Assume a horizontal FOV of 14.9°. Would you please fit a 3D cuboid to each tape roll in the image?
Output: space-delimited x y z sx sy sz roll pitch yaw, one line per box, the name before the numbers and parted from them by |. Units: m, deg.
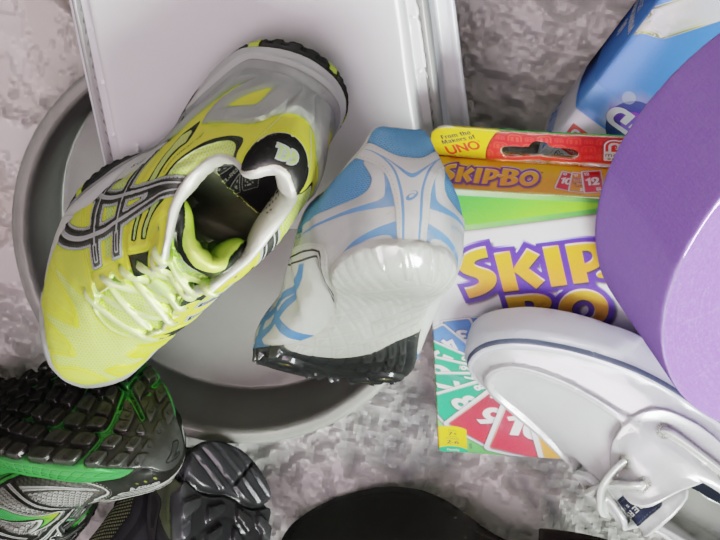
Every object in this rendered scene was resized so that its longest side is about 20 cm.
tape roll | 0.201 -0.027 1.152 0.200 0.066 0.200 -16 136 -16

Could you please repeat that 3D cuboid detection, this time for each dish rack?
dish rack | -0.044 -0.097 1.183 0.171 0.044 0.200 -2 124 11

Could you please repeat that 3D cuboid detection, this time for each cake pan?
cake pan | -0.061 -0.017 1.282 0.200 0.037 0.200 4 111 9

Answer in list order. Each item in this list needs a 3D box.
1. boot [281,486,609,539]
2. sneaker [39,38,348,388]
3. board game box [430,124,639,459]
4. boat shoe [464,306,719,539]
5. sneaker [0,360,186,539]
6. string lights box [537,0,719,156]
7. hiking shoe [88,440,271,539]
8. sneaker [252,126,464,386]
boot | 0.060 0.200 1.326 0.200 0.069 0.174 11 129 27
sneaker | -0.083 -0.014 1.174 0.075 0.076 0.200 31 125 -13
board game box | 0.079 0.014 1.226 0.095 0.030 0.200 3 136 7
boat shoe | 0.132 0.084 1.211 0.200 0.065 0.074 26 145 -7
sneaker | -0.141 0.089 1.295 0.200 0.078 0.085 -8 123 52
string lights box | 0.174 -0.103 1.190 0.103 0.059 0.200 34 114 -5
hiking shoe | -0.105 0.178 1.302 0.076 0.200 0.101 27 162 -32
sneaker | 0.000 0.000 1.186 0.072 0.073 0.200 11 157 -12
